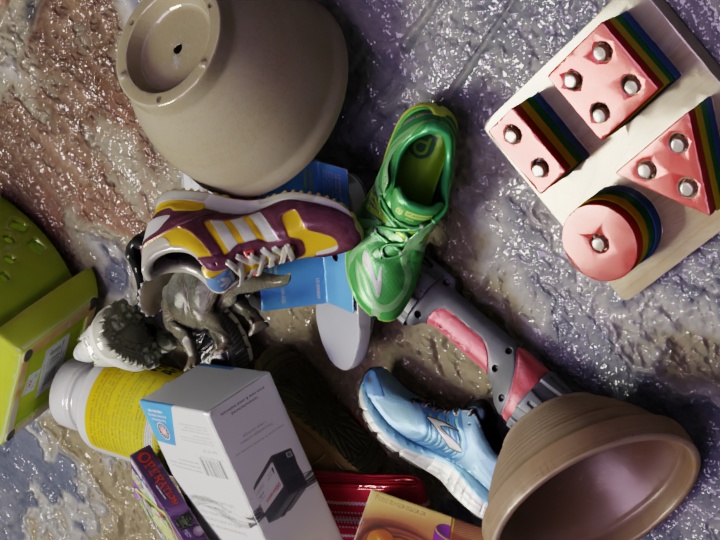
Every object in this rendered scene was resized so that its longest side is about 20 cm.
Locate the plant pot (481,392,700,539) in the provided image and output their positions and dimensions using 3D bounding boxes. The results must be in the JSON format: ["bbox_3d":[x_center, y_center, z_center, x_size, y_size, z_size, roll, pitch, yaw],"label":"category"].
[{"bbox_3d":[0.187,0.173,1.376,0.201,0.200,0.093,-63,41,37],"label":"plant pot"}]

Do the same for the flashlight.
[{"bbox_3d":[0.102,0.072,1.447,0.200,0.068,0.068,39,131,14],"label":"flashlight"}]

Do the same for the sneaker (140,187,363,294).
[{"bbox_3d":[-0.097,-0.018,1.399,0.199,0.090,0.075,2,146,18],"label":"sneaker"}]

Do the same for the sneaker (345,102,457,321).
[{"bbox_3d":[0.034,-0.050,1.393,0.074,0.084,0.201,14,103,-4],"label":"sneaker"}]

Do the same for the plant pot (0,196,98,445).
[{"bbox_3d":[-0.409,0.066,1.738,0.181,0.199,0.200,30,125,14],"label":"plant pot"}]

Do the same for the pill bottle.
[{"bbox_3d":[-0.236,0.152,1.699,0.200,0.111,0.112,12,117,31],"label":"pill bottle"}]

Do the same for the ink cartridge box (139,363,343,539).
[{"bbox_3d":[-0.116,0.200,1.549,0.145,0.084,0.200,1,117,56],"label":"ink cartridge box"}]

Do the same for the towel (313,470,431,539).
[{"bbox_3d":[0.020,0.285,1.600,0.144,0.023,0.200,-1,123,25],"label":"towel"}]

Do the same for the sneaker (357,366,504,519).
[{"bbox_3d":[0.088,0.149,1.504,0.200,0.078,0.090,36,108,14],"label":"sneaker"}]

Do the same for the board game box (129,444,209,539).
[{"bbox_3d":[-0.173,0.283,1.605,0.200,0.032,0.120,54,156,21],"label":"board game box"}]

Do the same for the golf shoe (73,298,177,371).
[{"bbox_3d":[-0.253,0.078,1.618,0.097,0.200,0.078,-25,87,8],"label":"golf shoe"}]

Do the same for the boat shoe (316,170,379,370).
[{"bbox_3d":[0.000,0.000,1.491,0.069,0.056,0.201,30,128,45],"label":"boat shoe"}]

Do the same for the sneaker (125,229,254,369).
[{"bbox_3d":[-0.182,0.042,1.609,0.066,0.090,0.200,-33,84,22],"label":"sneaker"}]

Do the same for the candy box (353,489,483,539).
[{"bbox_3d":[0.085,0.296,1.490,0.199,0.117,0.056,19,164,7],"label":"candy box"}]

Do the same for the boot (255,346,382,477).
[{"bbox_3d":[-0.089,0.197,1.645,0.175,0.066,0.200,51,132,7],"label":"boot"}]

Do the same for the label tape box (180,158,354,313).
[{"bbox_3d":[-0.093,-0.044,1.496,0.200,0.063,0.145,22,122,49],"label":"label tape box"}]

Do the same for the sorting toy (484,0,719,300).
[{"bbox_3d":[0.213,-0.095,1.287,0.199,0.070,0.200,51,130,5],"label":"sorting toy"}]

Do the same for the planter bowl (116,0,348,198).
[{"bbox_3d":[-0.129,-0.179,1.396,0.200,0.135,0.201,-12,69,31],"label":"planter bowl"}]

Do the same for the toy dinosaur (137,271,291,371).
[{"bbox_3d":[-0.146,0.027,1.473,0.200,0.077,0.102,-26,95,50],"label":"toy dinosaur"}]
